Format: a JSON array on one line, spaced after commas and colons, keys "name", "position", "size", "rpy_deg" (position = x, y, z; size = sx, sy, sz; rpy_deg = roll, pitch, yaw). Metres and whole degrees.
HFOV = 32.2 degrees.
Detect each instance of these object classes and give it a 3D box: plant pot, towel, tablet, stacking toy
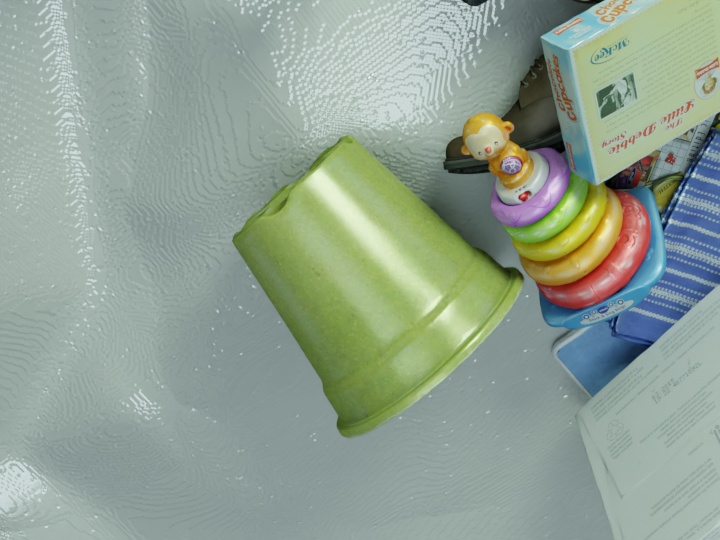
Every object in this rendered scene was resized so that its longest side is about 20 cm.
[{"name": "plant pot", "position": [0.000, 0.000, 1.022], "size": [0.200, 0.201, 0.185], "rpy_deg": [-39, 97, 20]}, {"name": "towel", "position": [0.311, -0.010, 1.059], "size": [0.143, 0.024, 0.202], "rpy_deg": [17, 116, -14]}, {"name": "tablet", "position": [0.282, 0.104, 1.144], "size": [0.130, 0.014, 0.200], "rpy_deg": [-36, 109, 19]}, {"name": "stacking toy", "position": [0.143, -0.055, 0.968], "size": [0.115, 0.111, 0.200], "rpy_deg": [-26, 131, 28]}]

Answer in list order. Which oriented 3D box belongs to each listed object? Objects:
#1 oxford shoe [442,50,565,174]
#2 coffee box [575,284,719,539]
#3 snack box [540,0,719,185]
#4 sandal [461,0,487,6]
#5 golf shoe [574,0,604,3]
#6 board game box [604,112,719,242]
[{"name": "oxford shoe", "position": [0.152, -0.135, 1.009], "size": [0.198, 0.073, 0.085], "rpy_deg": [-23, 89, 17]}, {"name": "coffee box", "position": [0.332, 0.170, 1.041], "size": [0.197, 0.201, 0.200], "rpy_deg": [32, 117, -27]}, {"name": "snack box", "position": [0.230, -0.160, 0.909], "size": [0.199, 0.037, 0.117], "rpy_deg": [-30, 126, -13]}, {"name": "sandal", "position": [0.098, -0.300, 0.927], "size": [0.043, 0.076, 0.203], "rpy_deg": [24, 121, 33]}, {"name": "golf shoe", "position": [0.236, -0.247, 0.925], "size": [0.198, 0.095, 0.078], "rpy_deg": [-26, 112, 13]}, {"name": "board game box", "position": [0.273, -0.126, 1.024], "size": [0.103, 0.024, 0.202], "rpy_deg": [13, 117, -6]}]
